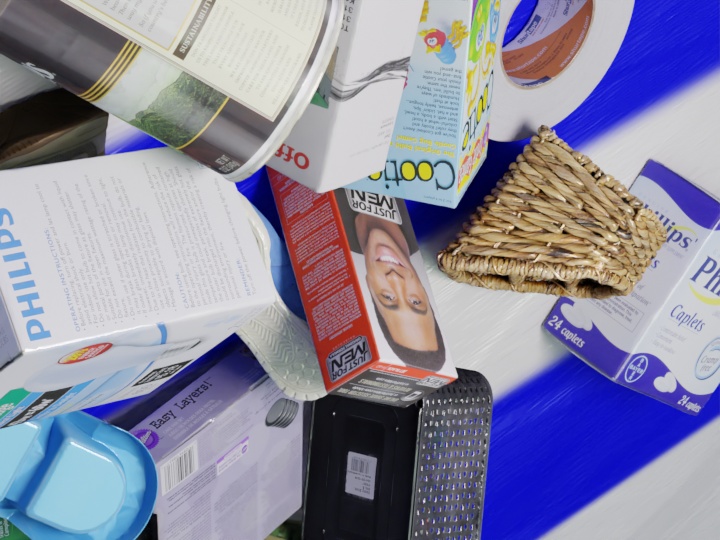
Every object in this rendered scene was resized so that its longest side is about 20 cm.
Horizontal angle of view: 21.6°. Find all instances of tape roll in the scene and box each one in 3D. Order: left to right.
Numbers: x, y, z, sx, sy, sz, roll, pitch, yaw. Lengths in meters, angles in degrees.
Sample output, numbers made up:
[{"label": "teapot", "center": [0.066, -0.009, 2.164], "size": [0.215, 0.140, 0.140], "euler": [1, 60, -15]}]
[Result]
[{"label": "tape roll", "center": [0.133, -0.210, 1.545], "size": [0.200, 0.066, 0.201], "euler": [-25, 135, -28]}]

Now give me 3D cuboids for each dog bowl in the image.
[{"label": "dog bowl", "center": [-0.247, 0.141, 1.401], "size": [0.199, 0.050, 0.112], "euler": [28, 93, -28]}]

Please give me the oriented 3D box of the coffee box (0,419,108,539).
[{"label": "coffee box", "center": [-0.273, 0.207, 1.484], "size": [0.199, 0.044, 0.124], "euler": [-25, 134, -30]}]

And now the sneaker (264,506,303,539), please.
[{"label": "sneaker", "center": [-0.066, 0.262, 1.694], "size": [0.199, 0.089, 0.077], "euler": [-7, 124, -41]}]

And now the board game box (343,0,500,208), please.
[{"label": "board game box", "center": [0.043, -0.165, 1.418], "size": [0.103, 0.104, 0.201], "euler": [-55, 153, -59]}]

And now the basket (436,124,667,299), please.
[{"label": "basket", "center": [0.167, -0.014, 1.618], "size": [0.149, 0.142, 0.200], "euler": [-52, 172, 0]}]

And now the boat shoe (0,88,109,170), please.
[{"label": "boat shoe", "center": [-0.255, -0.063, 1.276], "size": [0.199, 0.072, 0.065], "euler": [-27, 134, -36]}]

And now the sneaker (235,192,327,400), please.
[{"label": "sneaker", "center": [-0.079, 0.000, 1.502], "size": [0.076, 0.111, 0.200], "euler": [-31, 108, 14]}]

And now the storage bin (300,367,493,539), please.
[{"label": "storage bin", "center": [0.030, 0.181, 1.647], "size": [0.093, 0.135, 0.202], "euler": [0, 96, -44]}]

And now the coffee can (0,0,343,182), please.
[{"label": "coffee can", "center": [-0.131, -0.166, 1.192], "size": [0.199, 0.146, 0.147], "euler": [28, 99, -21]}]

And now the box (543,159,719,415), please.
[{"label": "box", "center": [0.311, 0.021, 1.868], "size": [0.184, 0.105, 0.201], "euler": [23, 101, -51]}]

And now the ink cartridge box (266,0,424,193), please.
[{"label": "ink cartridge box", "center": [-0.040, -0.175, 1.329], "size": [0.084, 0.146, 0.201], "euler": [-24, 135, -50]}]

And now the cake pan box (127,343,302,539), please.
[{"label": "cake pan box", "center": [-0.124, 0.174, 1.564], "size": [0.200, 0.052, 0.185], "euler": [-39, 140, -40]}]

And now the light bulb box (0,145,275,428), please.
[{"label": "light bulb box", "center": [-0.201, 0.016, 1.275], "size": [0.199, 0.126, 0.198], "euler": [-12, 165, -38]}]

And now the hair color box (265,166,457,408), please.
[{"label": "hair color box", "center": [0.000, 0.000, 1.471], "size": [0.061, 0.201, 0.101], "euler": [-31, 153, 31]}]
